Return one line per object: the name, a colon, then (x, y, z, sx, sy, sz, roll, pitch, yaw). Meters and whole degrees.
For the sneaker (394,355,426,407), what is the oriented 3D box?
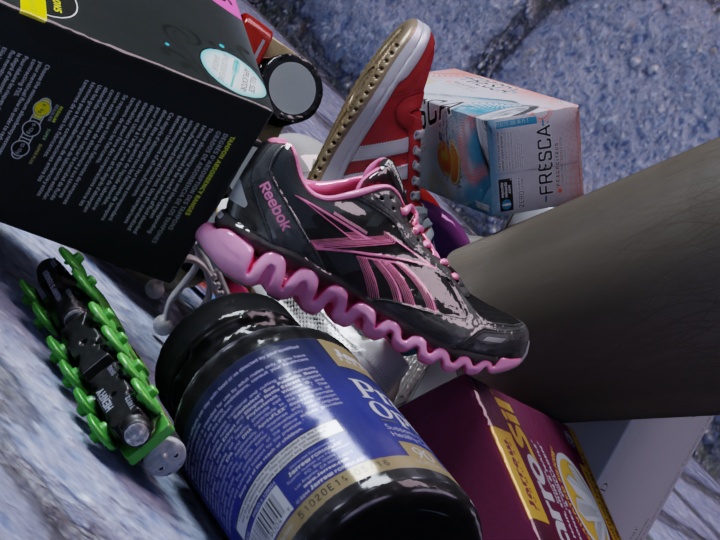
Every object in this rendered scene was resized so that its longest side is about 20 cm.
sneaker: (0.099, 0.084, 1.971, 0.114, 0.199, 0.073, 64, 19, -50)

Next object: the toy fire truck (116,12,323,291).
toy fire truck: (-0.156, -0.104, 1.787, 0.200, 0.177, 0.129, 34, -18, -22)

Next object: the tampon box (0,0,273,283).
tampon box: (-0.171, -0.110, 1.534, 0.199, 0.127, 0.150, 21, 27, -25)

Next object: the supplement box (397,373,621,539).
supplement box: (0.076, 0.152, 1.602, 0.200, 0.103, 0.131, 28, 37, -65)

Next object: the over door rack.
over door rack: (-0.075, 0.060, 1.656, 0.200, 0.066, 0.148, 55, 2, -20)

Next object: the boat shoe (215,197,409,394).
boat shoe: (-0.025, 0.014, 1.631, 0.071, 0.069, 0.200, 55, 2, -46)

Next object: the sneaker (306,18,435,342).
sneaker: (0.026, -0.049, 1.730, 0.112, 0.201, 0.071, 27, 5, -7)

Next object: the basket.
basket: (0.160, 0.019, 1.680, 0.136, 0.199, 0.181, -55, 130, -66)

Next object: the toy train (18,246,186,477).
toy train: (-0.134, 0.049, 1.447, 0.056, 0.042, 0.200, 51, 1, -32)

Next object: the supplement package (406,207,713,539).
supplement package: (0.138, 0.080, 1.820, 0.155, 0.201, 0.111, 29, 0, 33)

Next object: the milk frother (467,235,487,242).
milk frother: (0.055, 0.066, 2.076, 0.187, 0.201, 0.180, 5, 4, -27)

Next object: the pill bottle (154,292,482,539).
pill bottle: (-0.029, 0.099, 1.417, 0.112, 0.112, 0.200, 36, 9, -43)

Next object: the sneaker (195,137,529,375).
sneaker: (0.013, -0.010, 1.520, 0.199, 0.096, 0.079, 24, 2, -16)

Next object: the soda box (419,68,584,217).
soda box: (0.072, -0.085, 1.777, 0.200, 0.068, 0.064, -155, -123, -66)

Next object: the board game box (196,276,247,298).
board game box: (-0.086, 0.002, 2.018, 0.200, 0.039, 0.158, 43, 6, 3)

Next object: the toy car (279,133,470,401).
toy car: (0.000, 0.000, 1.861, 0.200, 0.149, 0.176, -122, -160, -68)
